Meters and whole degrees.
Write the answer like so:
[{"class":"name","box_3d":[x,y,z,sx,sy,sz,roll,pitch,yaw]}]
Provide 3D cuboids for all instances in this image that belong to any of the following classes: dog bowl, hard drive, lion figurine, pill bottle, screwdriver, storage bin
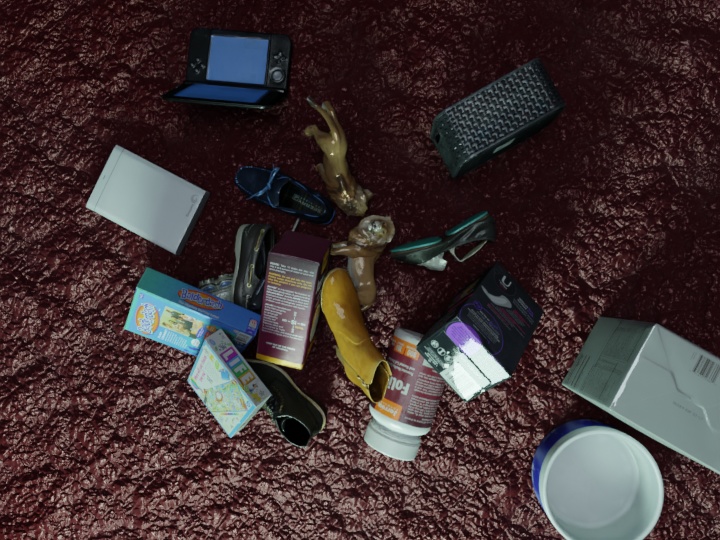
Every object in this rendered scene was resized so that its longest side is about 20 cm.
[{"class":"dog bowl","box_3d":[0.403,0.366,0.881,0.197,0.079,0.203,0,88,4]},{"class":"hard drive","box_3d":[-0.404,-0.134,0.970,0.198,0.027,0.133,27,90,3]},{"class":"lion figurine","box_3d":[-0.042,-0.190,0.883,0.072,0.201,0.123,-28,52,-3]},{"class":"pill bottle","box_3d":[0.082,0.212,0.887,0.113,0.114,0.202,19,89,4]},{"class":"lion figurine","box_3d":[0.000,0.000,0.929,0.121,0.072,0.203,0,102,-9]},{"class":"screwdriver","box_3d":[-0.145,-0.017,0.911,0.028,0.029,0.201,44,59,-34]},{"class":"storage bin","box_3d":[0.231,-0.255,0.882,0.199,0.135,0.094,-30,87,2]}]

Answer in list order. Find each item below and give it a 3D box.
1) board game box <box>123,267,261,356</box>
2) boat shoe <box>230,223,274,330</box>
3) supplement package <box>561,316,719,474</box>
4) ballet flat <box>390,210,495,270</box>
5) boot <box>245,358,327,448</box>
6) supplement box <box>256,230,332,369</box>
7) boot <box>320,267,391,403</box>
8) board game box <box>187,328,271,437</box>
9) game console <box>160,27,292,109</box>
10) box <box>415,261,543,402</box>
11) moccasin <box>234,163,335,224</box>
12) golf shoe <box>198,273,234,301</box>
[{"class":"board game box","box_3d":[-0.287,0.088,0.870,0.198,0.152,0.045,25,49,-17]},{"class":"boat shoe","box_3d":[-0.190,0.015,0.924,0.060,0.072,0.204,-1,86,25]},{"class":"supplement package","box_3d":[0.473,0.186,0.823,0.190,0.200,0.148,30,89,3]},{"class":"ballet flat","box_3d":[0.154,-0.040,0.917,0.198,0.068,0.069,-22,99,2]},{"class":"boot","box_3d":[-0.151,0.224,0.888,0.199,0.138,0.078,28,90,5]},{"class":"supplement box","box_3d":[-0.112,0.049,0.871,0.085,0.111,0.202,13,114,3]},{"class":"boot","box_3d":[-0.001,0.107,0.844,0.070,0.144,0.203,-19,120,-23]},{"class":"board game box","box_3d":[-0.229,0.199,0.871,0.034,0.200,0.135,-34,80,-38]},{"class":"game console","box_3d":[-0.236,-0.368,0.923,0.197,0.116,0.178,6,89,3]},{"class":"box","box_3d":[0.199,0.095,0.835,0.122,0.200,0.106,48,132,3]},{"class":"moccasin","box_3d":[-0.139,-0.148,0.934,0.198,0.068,0.081,18,89,4]},{"class":"golf shoe","box_3d":[-0.311,0.074,0.937,0.198,0.078,0.098,-15,94,4]}]
